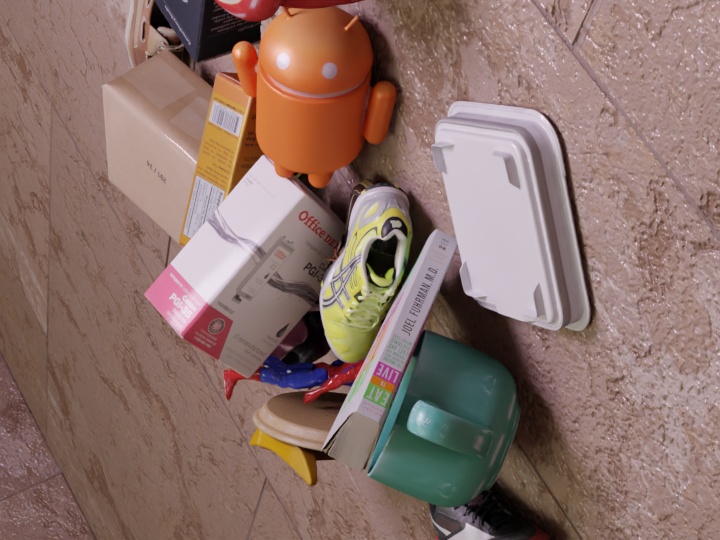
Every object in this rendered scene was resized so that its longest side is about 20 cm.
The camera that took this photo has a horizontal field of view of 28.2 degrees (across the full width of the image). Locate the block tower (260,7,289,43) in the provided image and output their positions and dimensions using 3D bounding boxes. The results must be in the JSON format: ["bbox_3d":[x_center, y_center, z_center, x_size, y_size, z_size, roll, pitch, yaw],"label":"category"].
[{"bbox_3d":[-0.067,-0.269,1.453,0.058,0.054,0.202,49,150,35],"label":"block tower"}]

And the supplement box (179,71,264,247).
[{"bbox_3d":[-0.138,-0.111,1.567,0.068,0.066,0.202,31,114,35],"label":"supplement box"}]

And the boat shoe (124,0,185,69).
[{"bbox_3d":[-0.247,-0.300,1.772,0.072,0.075,0.202,43,147,38],"label":"boat shoe"}]

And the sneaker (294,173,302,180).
[{"bbox_3d":[-0.102,-0.095,1.616,0.084,0.074,0.203,-1,97,57],"label":"sneaker"}]

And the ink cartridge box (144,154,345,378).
[{"bbox_3d":[-0.112,-0.003,1.539,0.083,0.200,0.146,43,-178,35],"label":"ink cartridge box"}]

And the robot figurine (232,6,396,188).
[{"bbox_3d":[-0.048,-0.178,1.415,0.144,0.116,0.201,49,149,33],"label":"robot figurine"}]

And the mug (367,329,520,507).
[{"bbox_3d":[0.083,0.156,1.359,0.113,0.186,0.153,22,121,-1],"label":"mug"}]

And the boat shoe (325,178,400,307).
[{"bbox_3d":[0.000,0.000,1.517,0.072,0.071,0.202,43,146,41],"label":"boat shoe"}]

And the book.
[{"bbox_3d":[0.033,0.075,1.355,0.048,0.202,0.134,25,152,0],"label":"book"}]

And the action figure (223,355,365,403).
[{"bbox_3d":[-0.051,0.119,1.607,0.065,0.197,0.052,-68,-29,-75],"label":"action figure"}]

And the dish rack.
[{"bbox_3d":[0.125,-0.044,1.266,0.171,0.043,0.203,18,127,59],"label":"dish rack"}]

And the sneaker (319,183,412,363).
[{"bbox_3d":[0.003,0.013,1.451,0.077,0.074,0.202,-101,20,-58],"label":"sneaker"}]

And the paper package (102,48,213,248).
[{"bbox_3d":[-0.216,-0.136,1.760,0.200,0.103,0.192,40,147,22],"label":"paper package"}]

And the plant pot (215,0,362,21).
[{"bbox_3d":[-0.057,-0.321,1.244,0.201,0.181,0.202,48,151,38],"label":"plant pot"}]

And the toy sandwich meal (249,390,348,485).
[{"bbox_3d":[-0.036,0.190,1.608,0.204,0.203,0.071,23,109,56],"label":"toy sandwich meal"}]

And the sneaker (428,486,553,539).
[{"bbox_3d":[0.127,0.261,1.475,0.200,0.070,0.099,0,113,65],"label":"sneaker"}]

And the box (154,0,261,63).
[{"bbox_3d":[-0.156,-0.347,1.509,0.149,0.103,0.201,56,153,23],"label":"box"}]

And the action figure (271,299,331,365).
[{"bbox_3d":[-0.107,0.024,1.683,0.200,0.133,0.150,51,150,27],"label":"action figure"}]
